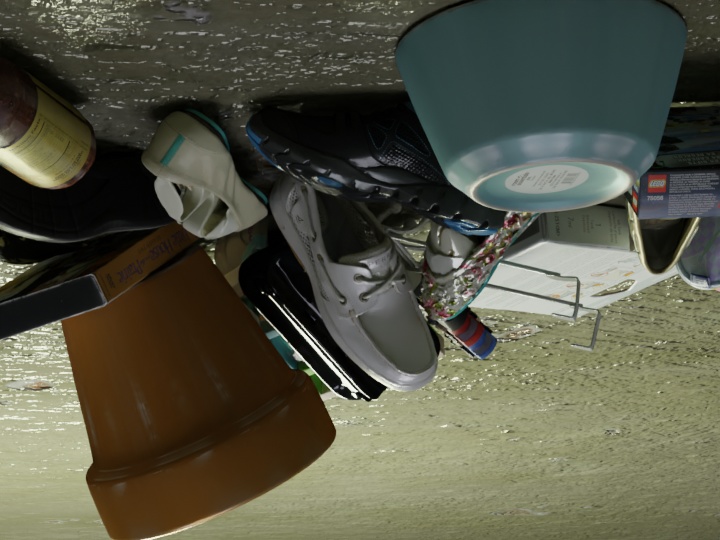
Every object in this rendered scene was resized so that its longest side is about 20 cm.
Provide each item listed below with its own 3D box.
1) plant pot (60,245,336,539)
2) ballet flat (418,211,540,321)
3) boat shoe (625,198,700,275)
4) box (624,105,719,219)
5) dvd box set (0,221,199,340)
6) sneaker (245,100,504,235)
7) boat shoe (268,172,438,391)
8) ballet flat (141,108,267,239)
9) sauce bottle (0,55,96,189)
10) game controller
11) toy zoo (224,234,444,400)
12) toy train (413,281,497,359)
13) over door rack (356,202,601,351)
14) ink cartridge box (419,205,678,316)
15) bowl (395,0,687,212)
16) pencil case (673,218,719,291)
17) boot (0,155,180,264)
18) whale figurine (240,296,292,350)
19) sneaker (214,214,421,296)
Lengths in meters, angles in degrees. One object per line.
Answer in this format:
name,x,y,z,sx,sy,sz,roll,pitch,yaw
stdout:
plant pot,-0.145,0.087,1.777,0.199,0.184,0.200,-23,-171,4
ballet flat,0.093,-0.047,1.695,0.064,0.076,0.200,21,119,-35
boat shoe,0.249,-0.052,1.809,0.073,0.063,0.201,-3,164,-3
box,0.284,-0.081,1.622,0.199,0.040,0.137,-2,-158,-5
dvd box set,-0.216,0.002,1.762,0.146,0.030,0.200,-17,-169,27
sneaker,0.016,-0.089,1.633,0.199,0.082,0.073,17,173,-3
boat shoe,0.000,0.000,1.724,0.071,0.200,0.069,-30,173,-31
ballet flat,-0.120,-0.061,1.689,0.069,0.070,0.200,-6,161,10
sauce bottle,-0.244,-0.110,1.509,0.066,0.066,0.200,-8,162,17
game controller,-0.015,0.037,1.844,0.104,0.042,0.200,-30,134,10
toy zoo,-0.034,0.033,1.876,0.131,0.021,0.200,-21,136,22
toy train,0.082,0.042,1.873,0.046,0.034,0.200,36,178,18
over door rack,0.105,-0.012,1.823,0.199,0.067,0.148,25,175,17
ink cartridge box,0.177,-0.008,1.990,0.173,0.044,0.200,5,162,-31
bowl,0.127,-0.106,1.520,0.200,0.106,0.201,-4,164,-1
pencil case,0.355,-0.009,1.945,0.090,0.084,0.200,10,177,39
boot,-0.254,-0.043,1.701,0.153,0.074,0.203,-16,171,39
whale figurine,-0.057,0.051,2.039,0.158,0.104,0.200,5,164,-28
sneaker,-0.020,0.002,1.897,0.199,0.075,0.100,14,152,-23
